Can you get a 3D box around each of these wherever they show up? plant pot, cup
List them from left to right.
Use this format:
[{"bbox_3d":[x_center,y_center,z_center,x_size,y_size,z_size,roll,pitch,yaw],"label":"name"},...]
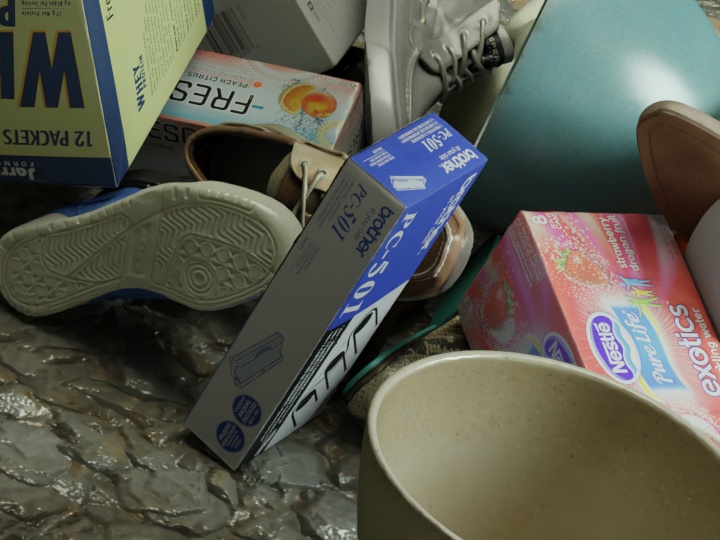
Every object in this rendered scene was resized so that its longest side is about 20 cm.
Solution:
[{"bbox_3d":[0.079,0.154,1.378,0.199,0.144,0.201,14,29,-8],"label":"cup"},{"bbox_3d":[0.153,-0.096,1.694,0.134,0.201,0.200,26,29,0],"label":"plant pot"}]

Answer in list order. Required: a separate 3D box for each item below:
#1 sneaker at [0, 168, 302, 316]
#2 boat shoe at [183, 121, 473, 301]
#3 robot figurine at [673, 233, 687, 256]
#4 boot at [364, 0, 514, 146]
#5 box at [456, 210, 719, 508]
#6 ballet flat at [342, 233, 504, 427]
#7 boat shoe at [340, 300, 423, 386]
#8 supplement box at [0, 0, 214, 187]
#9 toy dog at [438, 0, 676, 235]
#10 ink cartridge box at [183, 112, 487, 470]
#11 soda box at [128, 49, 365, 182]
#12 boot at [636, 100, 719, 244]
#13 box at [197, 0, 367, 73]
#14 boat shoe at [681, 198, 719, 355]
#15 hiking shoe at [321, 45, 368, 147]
[{"bbox_3d":[-0.100,-0.021,1.588,0.199,0.077,0.111,-10,11,32],"label":"sneaker"},{"bbox_3d":[-0.024,-0.035,1.593,0.199,0.076,0.072,20,3,38],"label":"boat shoe"},{"bbox_3d":[0.245,0.034,1.708,0.199,0.117,0.144,5,32,-26],"label":"robot figurine"},{"bbox_3d":[0.050,-0.139,1.780,0.095,0.074,0.201,1,44,1],"label":"boot"},{"bbox_3d":[0.140,0.072,1.551,0.102,0.095,0.201,2,51,-27],"label":"box"},{"bbox_3d":[0.059,0.051,1.642,0.075,0.068,0.200,44,37,1],"label":"ballet flat"},{"bbox_3d":[0.000,0.000,1.679,0.065,0.073,0.200,15,33,14],"label":"boat shoe"},{"bbox_3d":[-0.186,-0.184,1.608,0.133,0.201,0.200,2,35,15],"label":"supplement box"},{"bbox_3d":[0.161,-0.077,1.836,0.200,0.140,0.193,35,33,25],"label":"toy dog"},{"bbox_3d":[-0.014,0.012,1.508,0.044,0.200,0.094,41,34,12],"label":"ink cartridge box"},{"bbox_3d":[-0.099,-0.091,1.727,0.199,0.069,0.064,13,51,14],"label":"soda box"},{"bbox_3d":[0.236,-0.070,1.627,0.200,0.070,0.147,48,43,-29],"label":"boot"},{"bbox_3d":[-0.062,-0.188,1.882,0.098,0.124,0.200,59,27,-14],"label":"box"},{"bbox_3d":[0.216,0.039,1.591,0.063,0.201,0.071,-5,39,-21],"label":"boat shoe"},{"bbox_3d":[-0.031,-0.094,1.816,0.100,0.076,0.200,13,30,-17],"label":"hiking shoe"}]
